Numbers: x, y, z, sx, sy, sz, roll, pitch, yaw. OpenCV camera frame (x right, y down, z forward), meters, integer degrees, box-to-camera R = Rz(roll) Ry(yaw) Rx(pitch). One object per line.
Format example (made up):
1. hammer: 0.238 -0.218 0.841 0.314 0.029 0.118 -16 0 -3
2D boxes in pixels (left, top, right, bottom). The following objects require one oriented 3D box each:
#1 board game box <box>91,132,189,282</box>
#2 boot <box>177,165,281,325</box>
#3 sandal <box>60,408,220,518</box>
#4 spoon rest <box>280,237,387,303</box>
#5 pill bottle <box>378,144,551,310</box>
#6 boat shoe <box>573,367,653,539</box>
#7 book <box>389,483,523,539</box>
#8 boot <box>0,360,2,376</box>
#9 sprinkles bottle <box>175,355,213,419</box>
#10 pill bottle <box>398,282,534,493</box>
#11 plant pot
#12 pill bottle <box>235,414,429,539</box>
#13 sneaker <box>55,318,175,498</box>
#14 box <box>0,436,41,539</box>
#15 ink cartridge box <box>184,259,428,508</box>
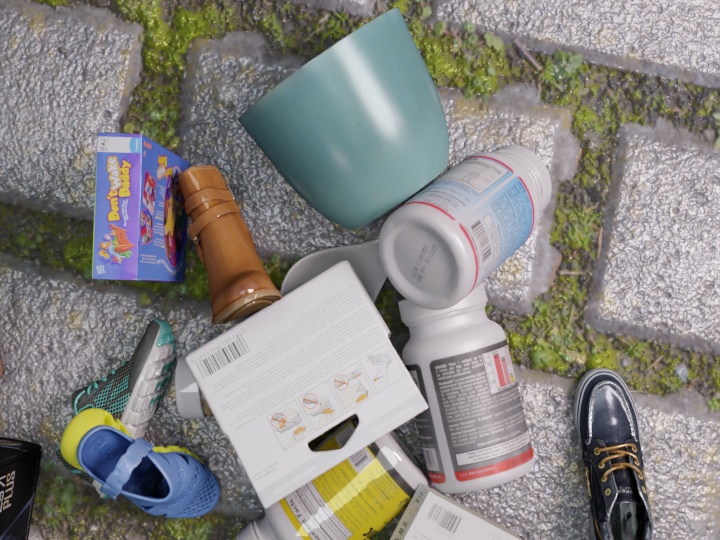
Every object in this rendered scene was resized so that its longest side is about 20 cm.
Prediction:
1. board game box: -0.220 -0.057 1.001 0.044 0.200 0.138 2 88 3
2. boot: -0.138 -0.034 0.996 0.075 0.200 0.158 -19 96 -1
3. sandal: -0.217 0.217 1.011 0.087 0.199 0.080 27 84 46
4. spoon rest: 0.000 0.000 1.061 0.199 0.061 0.100 -37 88 0
5. pill bottle: 0.114 -0.052 0.990 0.109 0.109 0.199 52 48 2
6. boat shoe: 0.273 0.207 1.031 0.069 0.091 0.205 -6 88 2
7. book: 0.068 0.337 0.998 0.132 0.048 0.202 30 88 -22
8. boot: -0.467 0.052 1.022 0.076 0.155 0.202 -31 88 2
9. sprinkles bottle: -0.099 0.122 1.058 0.196 0.068 0.070 -3 89 2
10. pill bottle: 0.107 0.120 1.026 0.114 0.116 0.204 -13 88 2
11. plant pot: -0.001 -0.143 1.004 0.199 0.201 0.162 -34 98 1
12. pill bottle: -0.033 0.247 1.032 0.199 0.111 0.112 -40 88 2
13. sneaker: -0.270 0.141 1.064 0.090 0.078 0.203 23 88 6
14. box: -0.415 0.287 1.019 0.084 0.164 0.204 9 88 3
15. ink cartridge box: -0.054 0.115 1.001 0.198 0.044 0.175 -30 80 -3
